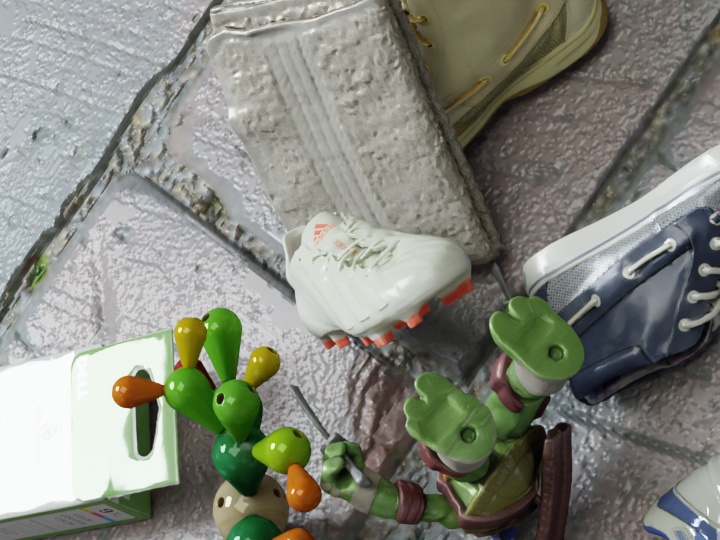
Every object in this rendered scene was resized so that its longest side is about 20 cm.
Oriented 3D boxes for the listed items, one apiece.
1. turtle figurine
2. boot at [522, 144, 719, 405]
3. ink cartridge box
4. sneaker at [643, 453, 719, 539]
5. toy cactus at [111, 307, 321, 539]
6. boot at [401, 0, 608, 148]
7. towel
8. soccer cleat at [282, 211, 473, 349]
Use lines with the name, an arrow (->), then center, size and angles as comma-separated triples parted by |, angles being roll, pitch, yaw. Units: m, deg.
turtle figurine -> 0.043, 0.067, 1.120 | 0.143, 0.194, 0.201 | -8, 71, -9
boot -> 0.191, -0.003, 1.153 | 0.200, 0.073, 0.091 | -32, 66, 25
ink cartridge box -> -0.189, 0.111, 1.320 | 0.199, 0.059, 0.104 | -14, 66, 24
sneaker -> 0.211, 0.194, 1.070 | 0.088, 0.075, 0.201 | -34, 52, 28
toy cactus -> -0.074, 0.125, 1.187 | 0.102, 0.165, 0.200 | -18, 53, -10
boot -> 0.034, -0.144, 1.227 | 0.200, 0.155, 0.073 | -34, 47, 12
towel -> -0.006, -0.079, 1.218 | 0.132, 0.200, 0.035 | -8, 31, 33
soccer cleat -> 0.000, 0.000, 1.168 | 0.069, 0.200, 0.078 | -31, 95, -21
